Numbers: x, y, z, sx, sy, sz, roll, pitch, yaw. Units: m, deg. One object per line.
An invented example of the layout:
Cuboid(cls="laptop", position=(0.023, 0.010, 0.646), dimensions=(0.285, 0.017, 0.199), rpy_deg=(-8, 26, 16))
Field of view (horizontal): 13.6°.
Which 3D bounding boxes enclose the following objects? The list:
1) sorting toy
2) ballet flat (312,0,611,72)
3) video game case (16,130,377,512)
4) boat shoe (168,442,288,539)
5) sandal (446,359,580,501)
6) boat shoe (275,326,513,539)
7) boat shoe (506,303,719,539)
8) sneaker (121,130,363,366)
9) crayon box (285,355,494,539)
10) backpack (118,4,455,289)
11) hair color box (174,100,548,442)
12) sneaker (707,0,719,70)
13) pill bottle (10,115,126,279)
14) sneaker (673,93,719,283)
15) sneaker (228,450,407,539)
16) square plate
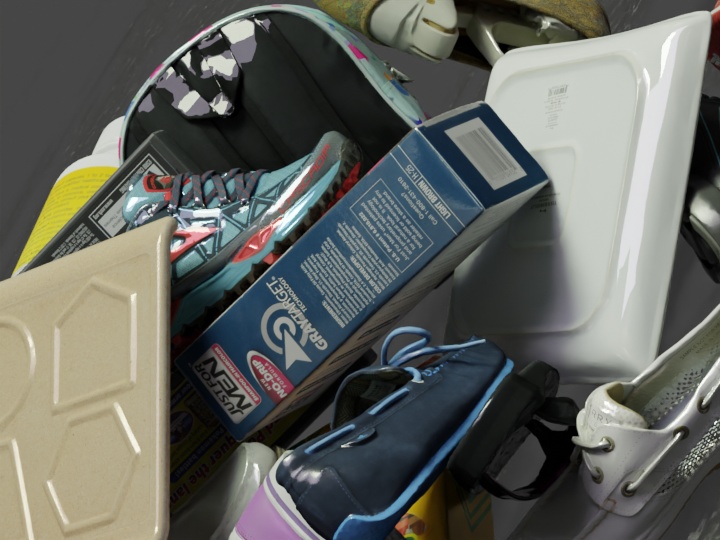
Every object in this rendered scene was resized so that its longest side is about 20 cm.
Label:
Cuboid(cls="sorting toy", position=(-0.164, 0.084, 1.625), dimensions=(0.184, 0.036, 0.201), rpy_deg=(-19, 57, 38))
Cuboid(cls="ballet flat", position=(0.063, -0.147, 1.787), dimensions=(0.071, 0.199, 0.071), rpy_deg=(11, 90, 66))
Cuboid(cls="video game case", position=(-0.121, 0.053, 1.733), dimensions=(0.200, 0.181, 0.025), rpy_deg=(-45, -4, 15))
Cuboid(cls="boat shoe", position=(-0.109, 0.170, 1.624), dimensions=(0.201, 0.068, 0.075), rpy_deg=(-57, 17, 17))
Cuboid(cls="sandal", position=(0.081, 0.089, 1.505), dimensions=(0.076, 0.048, 0.200), rpy_deg=(-57, -7, 5))
Cuboid(cls="boat shoe", position=(0.020, 0.069, 1.491), dimensions=(0.084, 0.069, 0.200), rpy_deg=(-55, -6, 24))
Cuboid(cls="boat shoe", position=(0.134, 0.083, 1.479), dimensions=(0.200, 0.069, 0.071), rpy_deg=(-44, 30, 2))
Cuboid(cls="sneaker", position=(-0.089, -0.022, 1.661), dimensions=(0.200, 0.096, 0.079), rpy_deg=(-39, -4, 15))
Cuboid(cls="crayon box", position=(0.009, 0.147, 1.581), dimensions=(0.127, 0.051, 0.200), rpy_deg=(-33, 29, 19))
Cuboid(cls="backpack", position=(-0.041, -0.058, 1.779), dimensions=(0.177, 0.200, 0.151), rpy_deg=(-41, 7, 8))
Cuboid(cls="hair color box", position=(0.000, 0.000, 1.612), dimensions=(0.200, 0.061, 0.100), rpy_deg=(-44, -9, 25))
Cuboid(cls="sneaker", position=(0.276, -0.188, 1.663), dimensions=(0.199, 0.078, 0.116), rpy_deg=(-19, 37, 37))
Cuboid(cls="pill bottle", position=(-0.163, -0.006, 1.963), dimensions=(0.111, 0.111, 0.201), rpy_deg=(-21, 35, 37))
Cuboid(cls="sneaker", position=(0.188, -0.059, 1.623), dimensions=(0.079, 0.076, 0.200), rpy_deg=(-33, 35, -2))
Cuboid(cls="sneaker", position=(0.000, 0.194, 1.476), dimensions=(0.200, 0.072, 0.115), rpy_deg=(45, 107, 36))
Cuboid(cls="square plate", position=(0.107, -0.036, 1.622), dimensions=(0.200, 0.028, 0.199), rpy_deg=(-6, 72, 59))
